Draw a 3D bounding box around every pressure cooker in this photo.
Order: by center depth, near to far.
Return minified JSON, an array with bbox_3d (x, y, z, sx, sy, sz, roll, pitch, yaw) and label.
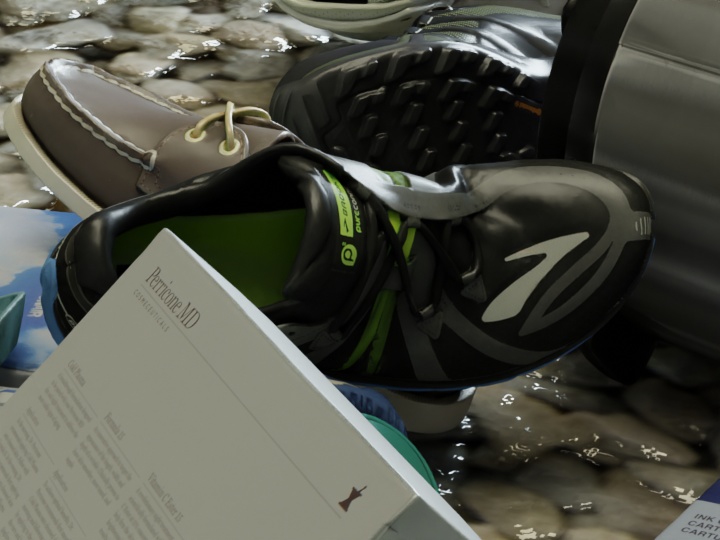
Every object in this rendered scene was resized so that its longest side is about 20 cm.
[{"bbox_3d":[0.157,-0.049,0.887,0.199,0.180,0.175,21,36,36],"label":"pressure cooker"}]

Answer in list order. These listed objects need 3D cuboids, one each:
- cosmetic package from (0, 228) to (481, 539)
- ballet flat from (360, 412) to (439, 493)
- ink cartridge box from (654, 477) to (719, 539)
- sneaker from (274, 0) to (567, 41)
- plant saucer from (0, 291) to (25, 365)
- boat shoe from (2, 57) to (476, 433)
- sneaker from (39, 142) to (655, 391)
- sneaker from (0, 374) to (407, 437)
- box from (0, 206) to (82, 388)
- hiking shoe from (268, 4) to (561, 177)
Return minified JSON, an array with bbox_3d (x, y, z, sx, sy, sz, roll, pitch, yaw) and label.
[{"bbox_3d":[-0.057,0.086,0.640,0.151,0.052,0.200,-49,27,1],"label":"cosmetic package"},{"bbox_3d":[-0.015,0.114,0.678,0.072,0.074,0.200,0,30,1],"label":"ballet flat"},{"bbox_3d":[0.125,0.114,0.714,0.119,0.042,0.200,17,29,30],"label":"ink cartridge box"},{"bbox_3d":[0.058,-0.131,1.144,0.198,0.074,0.116,-4,2,15],"label":"sneaker"},{"bbox_3d":[-0.204,0.046,0.812,0.199,0.019,0.070,-14,11,6],"label":"plant saucer"},{"bbox_3d":[-0.036,-0.022,0.890,0.199,0.060,0.072,35,30,15],"label":"boat shoe"},{"bbox_3d":[0.000,0.000,0.799,0.198,0.071,0.083,-4,-13,-10],"label":"sneaker"},{"bbox_3d":[-0.086,0.058,0.788,0.199,0.076,0.088,-8,24,-20],"label":"sneaker"},{"bbox_3d":[-0.167,0.017,0.903,0.198,0.048,0.122,5,27,8],"label":"box"},{"bbox_3d":[0.037,-0.070,1.070,0.199,0.076,0.100,-7,17,-33],"label":"hiking shoe"}]
